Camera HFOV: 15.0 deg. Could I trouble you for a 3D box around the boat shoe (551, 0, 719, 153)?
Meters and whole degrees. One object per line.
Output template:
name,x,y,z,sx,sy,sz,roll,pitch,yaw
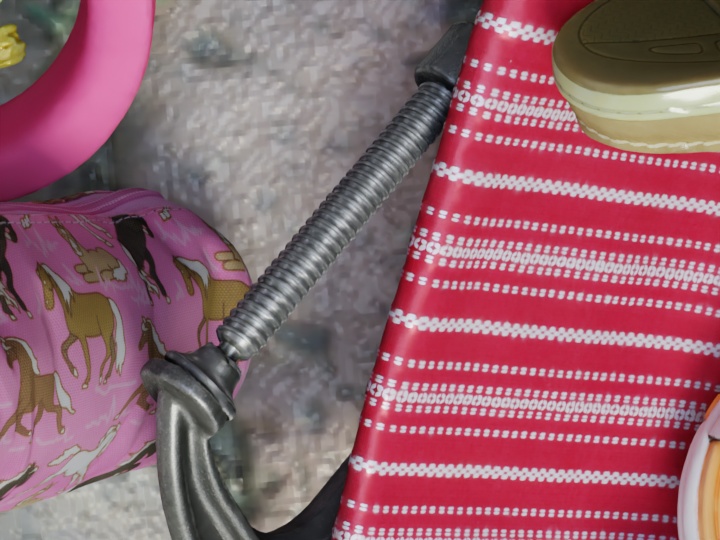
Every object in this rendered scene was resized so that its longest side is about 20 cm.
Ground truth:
boat shoe,0.146,-0.053,0.774,0.200,0.073,0.063,-13,124,-26

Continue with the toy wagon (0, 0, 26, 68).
toy wagon,-0.135,-0.154,0.795,0.155,0.040,0.200,-10,101,-1

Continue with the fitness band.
fitness band,-0.127,-0.097,0.735,0.143,0.037,0.200,-4,131,-5

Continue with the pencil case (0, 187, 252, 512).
pencil case,-0.099,0.020,0.747,0.087,0.200,0.083,-39,78,17

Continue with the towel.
towel,0.071,0.007,0.807,0.145,0.022,0.200,9,101,-38

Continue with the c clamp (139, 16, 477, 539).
c clamp,0.000,0.000,0.780,0.200,0.027,0.171,-54,142,-17

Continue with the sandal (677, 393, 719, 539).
sandal,0.166,0.020,0.809,0.079,0.059,0.207,33,80,3
